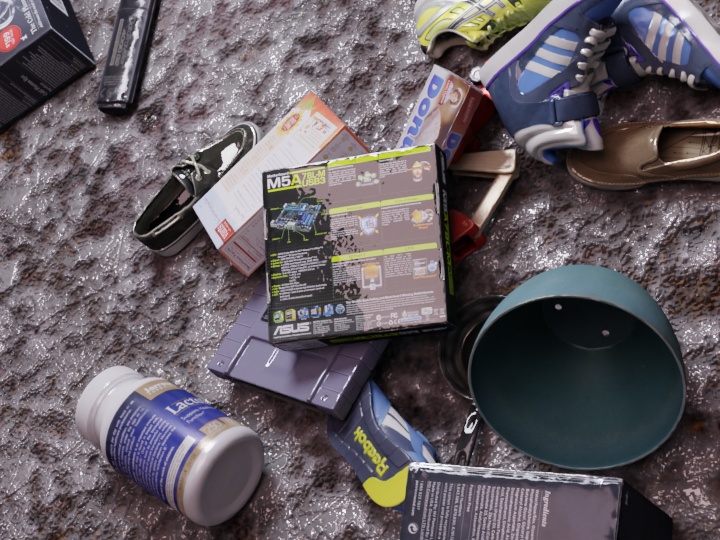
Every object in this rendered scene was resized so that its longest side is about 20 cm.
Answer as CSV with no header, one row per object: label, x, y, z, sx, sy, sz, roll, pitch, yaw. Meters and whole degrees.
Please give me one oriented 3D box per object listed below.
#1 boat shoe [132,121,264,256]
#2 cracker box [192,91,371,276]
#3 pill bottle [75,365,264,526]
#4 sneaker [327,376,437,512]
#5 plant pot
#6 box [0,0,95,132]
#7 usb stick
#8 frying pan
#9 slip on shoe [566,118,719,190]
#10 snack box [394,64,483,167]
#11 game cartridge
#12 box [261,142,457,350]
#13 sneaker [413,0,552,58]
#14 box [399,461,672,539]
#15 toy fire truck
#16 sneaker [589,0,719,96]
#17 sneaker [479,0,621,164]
boat shoe,-0.194,-0.104,1.602,0.071,0.064,0.200,39,89,33
cracker box,-0.092,-0.101,1.527,0.200,0.058,0.134,-43,31,3
pill bottle,-0.213,0.187,1.458,0.200,0.116,0.116,25,81,31
sneaker,0.027,0.184,1.375,0.074,0.082,0.200,-51,37,15
plant pot,0.214,0.072,1.275,0.200,0.200,0.135,-9,29,22
box,-0.488,-0.321,1.812,0.182,0.104,0.200,-34,58,11
usb stick,-0.307,-0.301,1.759,0.055,0.033,0.200,2,70,19
frying pan,0.141,0.117,1.366,0.115,0.031,0.190,-15,67,20
slip on shoe,0.307,-0.124,1.369,0.200,0.061,0.076,5,71,27
snack box,0.064,-0.118,1.437,0.072,0.024,0.200,41,111,49
game cartridge,-0.065,0.080,1.448,0.200,0.038,0.130,13,68,41
box,-0.004,-0.023,1.388,0.200,0.048,0.193,-9,73,19
sneaker,0.155,-0.291,1.515,0.200,0.075,0.076,-9,73,34
box,0.161,0.256,1.198,0.196,0.200,0.124,-2,70,26
toy fire truck,0.127,-0.123,1.463,0.200,0.049,0.141,-46,58,1
sneaker,0.314,-0.215,1.407,0.146,0.081,0.200,-45,68,23
sneaker,0.230,-0.200,1.367,0.200,0.081,0.147,-38,79,32
